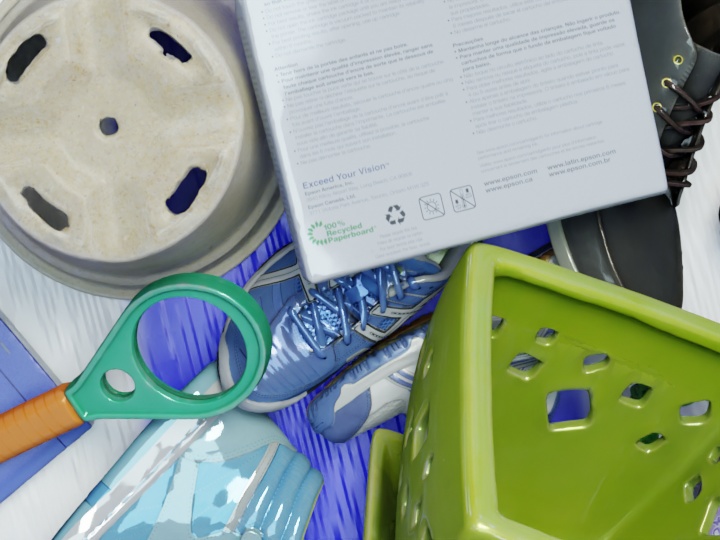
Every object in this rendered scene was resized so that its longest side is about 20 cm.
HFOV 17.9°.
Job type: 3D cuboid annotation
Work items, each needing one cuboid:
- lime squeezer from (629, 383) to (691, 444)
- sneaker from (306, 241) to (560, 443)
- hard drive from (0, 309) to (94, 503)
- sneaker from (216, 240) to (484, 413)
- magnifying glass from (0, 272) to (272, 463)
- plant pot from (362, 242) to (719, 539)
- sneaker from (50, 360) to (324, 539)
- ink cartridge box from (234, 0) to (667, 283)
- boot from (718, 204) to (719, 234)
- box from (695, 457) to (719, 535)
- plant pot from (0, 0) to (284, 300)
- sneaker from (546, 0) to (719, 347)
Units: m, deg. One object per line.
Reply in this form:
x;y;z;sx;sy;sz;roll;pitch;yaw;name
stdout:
0.178;0.084;1.274;0.038;0.071;0.201;-1;131;-40;lime squeezer
0.069;0.057;1.272;0.199;0.075;0.088;-28;95;1;sneaker
-0.269;0.101;1.288;0.200;0.025;0.132;-40;95;1;hard drive
0.000;0.000;1.250;0.200;0.077;0.076;-44;96;-9;sneaker
-0.136;0.063;1.231;0.199;0.022;0.080;-25;109;24;magnifying glass
0.104;0.135;1.175;0.199;0.200;0.182;20;132;-15;plant pot
-0.101;0.164;1.273;0.130;0.080;0.200;41;93;-3;sneaker
0.042;-0.113;1.154;0.198;0.041;0.201;-14;98;-10;ink cartridge box
0.218;-0.136;1.267;0.165;0.066;0.200;-36;97;-7;boot
0.260;0.147;1.302;0.136;0.039;0.201;19;93;-2;box
-0.125;-0.077;1.202;0.199;0.183;0.202;0;94;-2;plant pot
0.156;-0.064;1.223;0.075;0.106;0.201;2;73;-44;sneaker
